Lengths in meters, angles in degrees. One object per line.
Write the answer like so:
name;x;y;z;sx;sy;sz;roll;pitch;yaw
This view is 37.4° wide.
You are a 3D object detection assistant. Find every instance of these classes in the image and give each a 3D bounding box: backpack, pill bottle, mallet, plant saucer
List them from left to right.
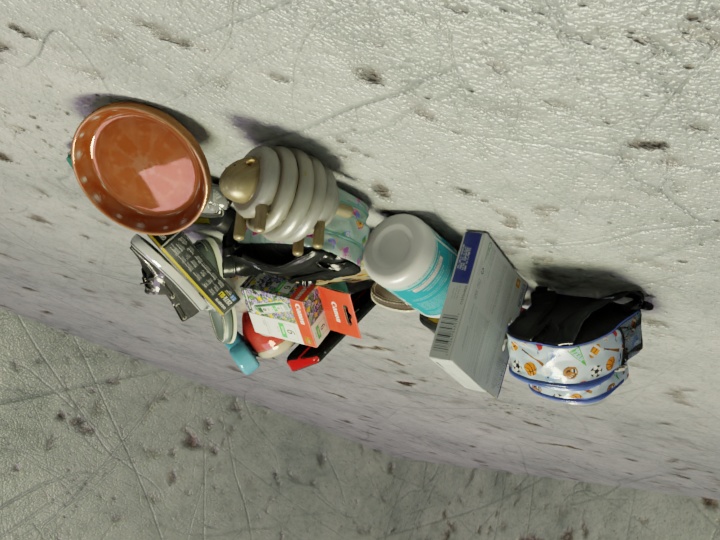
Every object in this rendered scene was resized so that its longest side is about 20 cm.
plant saucer;-0.297;-0.140;1.450;0.200;0.032;0.200;8;126;12
mallet;-0.277;-0.088;1.777;0.200;0.041;0.066;10;165;34
backpack;-0.080;-0.051;1.538;0.167;0.127;0.200;16;168;-39
pill bottle;0.098;0.003;1.575;0.111;0.111;0.200;4;160;36
backpack;0.308;0.112;1.581;0.200;0.154;0.190;2;-167;40

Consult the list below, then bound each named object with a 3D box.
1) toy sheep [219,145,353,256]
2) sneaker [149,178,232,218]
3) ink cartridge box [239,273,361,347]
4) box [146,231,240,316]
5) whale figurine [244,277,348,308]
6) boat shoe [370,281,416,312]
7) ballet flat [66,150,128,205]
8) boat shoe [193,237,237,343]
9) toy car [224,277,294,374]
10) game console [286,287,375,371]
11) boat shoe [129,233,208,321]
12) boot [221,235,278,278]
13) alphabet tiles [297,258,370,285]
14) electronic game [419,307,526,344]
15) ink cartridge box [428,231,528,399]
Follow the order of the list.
toy sheep;-0.095;-0.095;1.392;0.200;0.138;0.138;17;167;-37
sneaker;-0.247;-0.125;1.573;0.115;0.075;0.200;6;169;-1
ink cartridge box;-0.102;0.072;1.813;0.200;0.050;0.109;13;135;31
box;-0.298;-0.030;1.763;0.160;0.049;0.200;43;172;43
whale figurine;-0.112;0.026;1.901;0.200;0.104;0.159;25;141;17
boat shoe;0.110;0.030;1.714;0.200;0.072;0.060;3;167;14
ballet flat;-0.374;-0.142;1.595;0.072;0.072;0.200;31;-178;-44
boat shoe;-0.277;0.043;1.931;0.062;0.200;0.073;-19;-166;-35
toy car;-0.205;0.057;2.008;0.200;0.184;0.177;56;173;-18
game console;-0.042;0.106;1.937;0.031;0.200;0.177;49;156;-10
boat shoe;-0.341;0.019;1.822;0.070;0.066;0.200;40;171;43
boot;-0.152;-0.022;1.789;0.162;0.073;0.198;-2;-174;-9
alphabet tiles;0.000;0.000;1.700;0.200;0.006;0.166;-14;170;30
electronic game;0.196;0.080;1.739;0.200;0.042;0.200;1;-167;0
ink cartridge box;0.177;0.070;1.567;0.041;0.200;0.200;8;161;31
